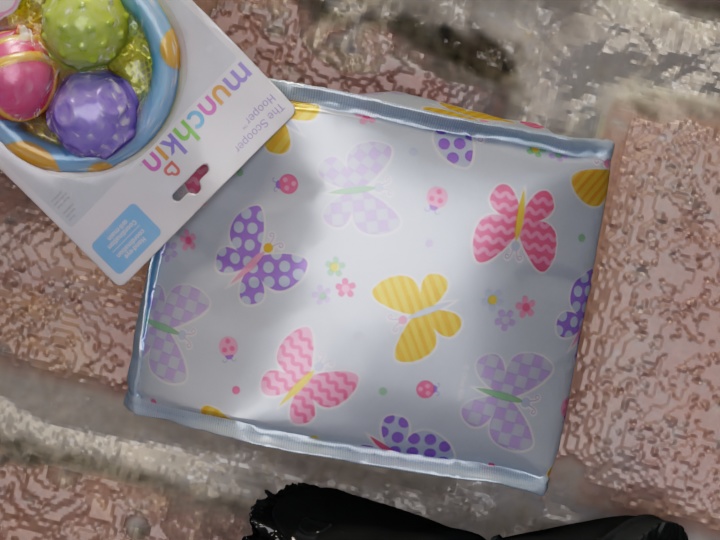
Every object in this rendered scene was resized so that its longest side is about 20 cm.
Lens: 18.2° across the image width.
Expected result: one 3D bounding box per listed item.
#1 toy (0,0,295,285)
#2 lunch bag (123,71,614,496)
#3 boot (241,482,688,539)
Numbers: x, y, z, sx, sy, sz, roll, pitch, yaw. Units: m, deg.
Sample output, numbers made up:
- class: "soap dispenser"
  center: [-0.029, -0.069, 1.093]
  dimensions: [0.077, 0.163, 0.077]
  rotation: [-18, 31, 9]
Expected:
- class: "toy"
  center: [-0.139, -0.098, 0.965]
  dimensions: [0.115, 0.047, 0.200]
  rotation: [-43, 94, 13]
- class: "lunch bag"
  center: [0.000, 0.000, 1.044]
  dimensions: [0.198, 0.127, 0.171]
  rotation: [9, 92, -10]
- class: "boot"
  center: [0.048, 0.142, 1.049]
  dimensions: [0.161, 0.198, 0.074]
  rotation: [12, 102, 30]
